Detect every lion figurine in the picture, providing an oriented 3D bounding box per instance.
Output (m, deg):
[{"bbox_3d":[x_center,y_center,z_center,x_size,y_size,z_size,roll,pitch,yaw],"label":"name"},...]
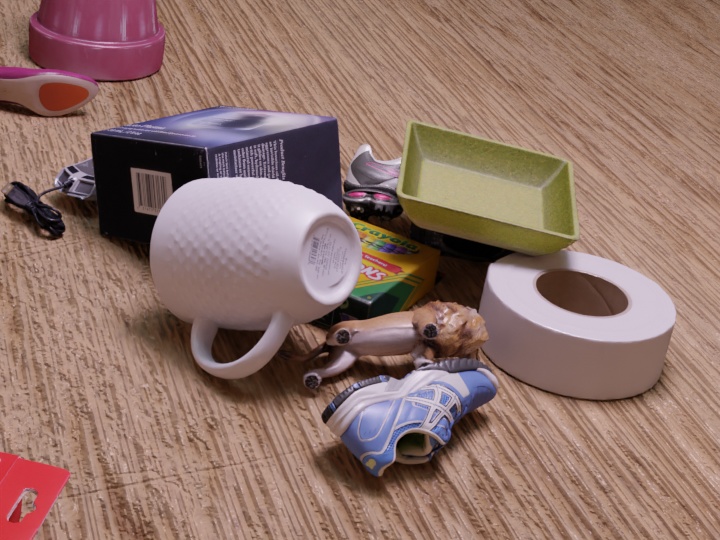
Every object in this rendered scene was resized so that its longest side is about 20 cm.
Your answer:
[{"bbox_3d":[0.025,0.067,1.366,0.199,0.073,0.123,1,12,5],"label":"lion figurine"}]

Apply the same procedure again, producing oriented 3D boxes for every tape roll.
[{"bbox_3d":[0.223,0.052,1.466,0.201,0.071,0.203,7,27,-4],"label":"tape roll"}]

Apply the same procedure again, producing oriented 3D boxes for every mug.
[{"bbox_3d":[-0.099,0.009,1.340,0.175,0.201,0.147,3,-24,42],"label":"mug"}]

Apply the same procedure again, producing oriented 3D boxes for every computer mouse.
[{"bbox_3d":[-0.309,-0.094,1.617,0.109,0.044,0.200,24,35,36],"label":"computer mouse"}]

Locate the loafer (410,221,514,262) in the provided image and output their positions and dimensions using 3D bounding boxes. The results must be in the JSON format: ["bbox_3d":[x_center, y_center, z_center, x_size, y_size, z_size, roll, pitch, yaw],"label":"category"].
[{"bbox_3d":[0.150,-0.038,1.603,0.200,0.069,0.070,2,16,-33],"label":"loafer"}]

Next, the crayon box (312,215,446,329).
[{"bbox_3d":[0.000,0.000,1.518,0.126,0.051,0.200,20,28,21],"label":"crayon box"}]

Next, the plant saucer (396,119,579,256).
[{"bbox_3d":[0.136,-0.084,1.552,0.199,0.048,0.200,14,30,-2],"label":"plant saucer"}]

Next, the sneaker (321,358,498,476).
[{"bbox_3d":[0.055,0.134,1.269,0.199,0.076,0.077,-13,60,-41],"label":"sneaker"}]

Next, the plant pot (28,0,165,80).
[{"bbox_3d":[-0.375,-0.391,2.025,0.199,0.180,0.200,8,26,-4],"label":"plant pot"}]

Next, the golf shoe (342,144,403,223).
[{"bbox_3d":[0.079,-0.095,1.669,0.199,0.089,0.077,10,-13,-2],"label":"golf shoe"}]

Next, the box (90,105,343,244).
[{"bbox_3d":[-0.157,-0.106,1.549,0.199,0.124,0.198,11,20,41],"label":"box"}]

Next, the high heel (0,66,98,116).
[{"bbox_3d":[-0.446,-0.252,1.845,0.199,0.068,0.096,-2,39,-15],"label":"high heel"}]

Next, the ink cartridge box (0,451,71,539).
[{"bbox_3d":[-0.326,0.181,1.033,0.199,0.068,0.116,12,27,4],"label":"ink cartridge box"}]
